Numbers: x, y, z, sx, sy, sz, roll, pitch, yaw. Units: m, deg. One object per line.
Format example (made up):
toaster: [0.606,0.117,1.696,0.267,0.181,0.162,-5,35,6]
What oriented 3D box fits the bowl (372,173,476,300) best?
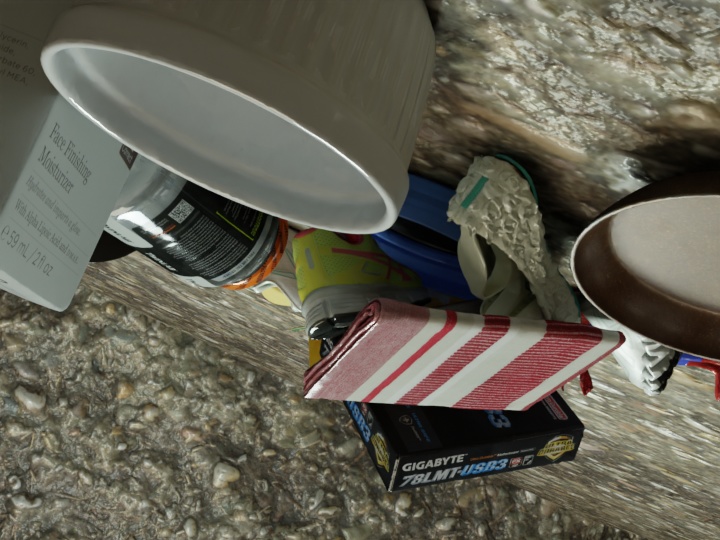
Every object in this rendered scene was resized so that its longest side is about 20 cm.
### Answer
bowl: [0.051,-0.030,0.862,0.198,0.040,0.201,21,168,5]

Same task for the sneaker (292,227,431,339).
sneaker: [0.000,0.000,0.845,0.077,0.092,0.200,-24,172,14]

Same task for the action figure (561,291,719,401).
action figure: [0.230,0.085,0.910,0.197,0.100,0.065,25,167,1]

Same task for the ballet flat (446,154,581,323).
ballet flat: [0.103,0.002,0.730,0.071,0.072,0.201,14,149,35]

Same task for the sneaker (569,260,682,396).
sneaker: [0.208,0.032,0.788,0.080,0.076,0.201,24,162,29]

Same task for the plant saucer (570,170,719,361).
plant saucer: [0.223,-0.001,0.605,0.197,0.035,0.201,15,156,7]

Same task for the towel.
towel: [0.071,0.063,0.746,0.197,0.023,0.144,7,151,-24]

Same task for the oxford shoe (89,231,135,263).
oxford shoe: [-0.226,-0.055,0.970,0.198,0.073,0.071,-20,-161,-33]

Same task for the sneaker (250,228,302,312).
sneaker: [-0.034,0.018,1.138,0.197,0.081,0.071,20,167,4]

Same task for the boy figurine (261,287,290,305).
boy figurine: [-0.078,0.012,1.229,0.197,0.065,0.124,24,169,-1]

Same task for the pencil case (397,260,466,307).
pencil case: [0.093,0.041,0.992,0.197,0.085,0.091,20,-172,14]

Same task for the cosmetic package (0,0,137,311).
cosmetic package: [-0.234,-0.109,0.640,0.163,0.203,0.165,22,168,5]

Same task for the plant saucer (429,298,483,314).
plant saucer: [0.055,0.060,0.866,0.197,0.037,0.201,-15,169,-3]

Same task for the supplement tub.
supplement tub: [-0.149,-0.063,0.881,0.121,0.124,0.200,15,166,32]

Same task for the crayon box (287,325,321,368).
crayon box: [0.030,0.087,1.172,0.198,0.052,0.126,9,163,-43]

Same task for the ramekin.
ramekin: [-0.054,-0.110,0.541,0.197,0.107,0.200,21,168,5]

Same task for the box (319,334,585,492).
box: [0.082,0.115,0.996,0.195,0.050,0.201,-4,-145,-22]
